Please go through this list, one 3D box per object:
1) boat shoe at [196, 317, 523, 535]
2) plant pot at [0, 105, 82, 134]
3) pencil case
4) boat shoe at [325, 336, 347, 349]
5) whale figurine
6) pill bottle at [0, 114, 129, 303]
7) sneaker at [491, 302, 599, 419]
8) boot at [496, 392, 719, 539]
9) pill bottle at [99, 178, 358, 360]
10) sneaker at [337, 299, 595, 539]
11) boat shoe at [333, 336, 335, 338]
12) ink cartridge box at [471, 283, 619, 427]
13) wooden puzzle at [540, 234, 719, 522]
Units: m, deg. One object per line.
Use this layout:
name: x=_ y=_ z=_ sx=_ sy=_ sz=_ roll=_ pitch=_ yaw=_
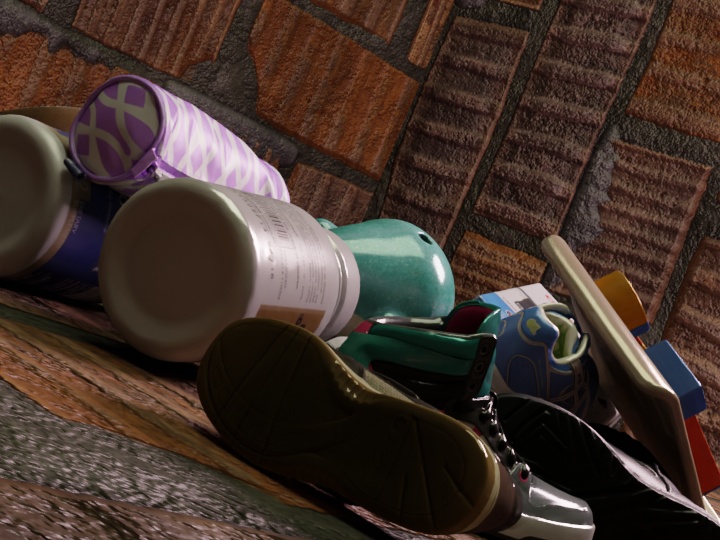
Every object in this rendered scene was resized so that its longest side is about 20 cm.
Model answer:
boat shoe: x=-0.005 y=0.084 z=0.708 sx=0.200 sy=0.073 sz=0.065 roll=28 pitch=-8 yaw=42
plant pot: x=-0.274 y=-0.071 z=1.142 sx=0.199 sy=0.028 sz=0.200 roll=-14 pitch=-19 yaw=-5
pencil case: x=-0.126 y=-0.073 z=1.033 sx=0.085 sy=0.084 sz=0.200 roll=39 pitch=6 yaw=28
boat shoe: x=0.055 y=0.104 z=0.991 sx=0.199 sy=0.072 sz=0.068 roll=27 pitch=4 yaw=-33
whale figurine: x=0.000 y=0.000 z=1.174 sx=0.199 sy=0.104 sz=0.159 roll=24 pitch=25 yaw=-46
pill bottle: x=-0.215 y=-0.038 z=1.064 sx=0.115 sy=0.116 sz=0.200 roll=23 pitch=0 yaw=25
sneaker: x=0.141 y=0.070 z=1.030 sx=0.076 sy=0.077 sz=0.200 roll=54 pitch=19 yaw=20
boot: x=0.147 y=0.138 z=0.961 sx=0.199 sy=0.077 sz=0.168 roll=30 pitch=3 yaw=-7
pill bottle: x=-0.079 y=0.005 z=0.965 sx=0.114 sy=0.115 sz=0.200 roll=23 pitch=5 yaw=22
sneaker: x=0.067 y=0.081 z=0.825 sx=0.199 sy=0.121 sz=0.084 roll=24 pitch=0 yaw=-19
boat shoe: x=0.039 y=0.103 z=1.260 sx=0.199 sy=0.074 sz=0.069 roll=30 pitch=21 yaw=9
ink cartridge box: x=0.150 y=0.093 z=1.220 sx=0.145 sy=0.084 sz=0.200 roll=48 pitch=18 yaw=13
wooden puzzle: x=0.215 y=0.082 z=1.069 sx=0.200 sy=0.046 sz=0.186 roll=60 pitch=2 yaw=-42
